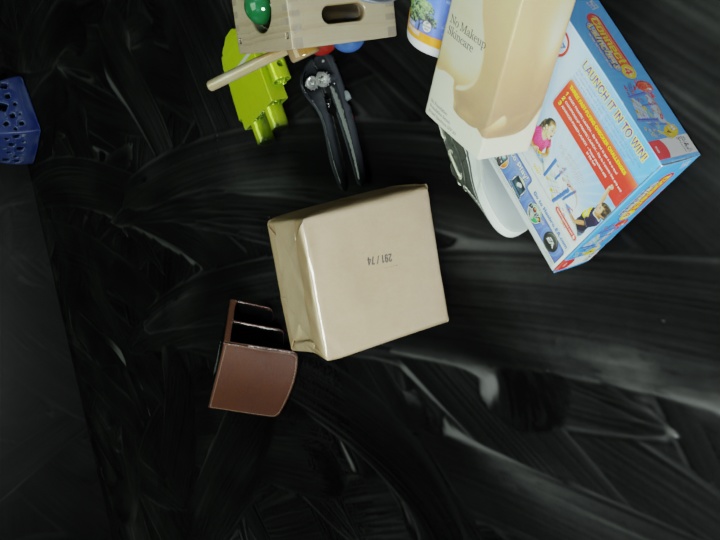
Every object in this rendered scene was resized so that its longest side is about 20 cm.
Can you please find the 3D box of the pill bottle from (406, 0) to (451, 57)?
[{"bbox_3d":[0.116,-0.331,1.021,0.112,0.111,0.201,44,138,42],"label":"pill bottle"}]

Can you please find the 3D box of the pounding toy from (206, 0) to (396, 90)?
[{"bbox_3d":[-0.086,-0.320,1.277,0.184,0.199,0.143,15,116,56],"label":"pounding toy"}]

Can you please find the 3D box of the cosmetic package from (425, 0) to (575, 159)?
[{"bbox_3d":[0.137,-0.223,0.961,0.105,0.071,0.201,48,140,40],"label":"cosmetic package"}]

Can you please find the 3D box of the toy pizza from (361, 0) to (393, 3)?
[{"bbox_3d":[-0.017,-0.400,1.140,0.032,0.199,0.201,-35,72,40],"label":"toy pizza"}]

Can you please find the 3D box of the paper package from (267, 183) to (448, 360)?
[{"bbox_3d":[0.000,0.000,1.273,0.103,0.199,0.192,4,107,59],"label":"paper package"}]

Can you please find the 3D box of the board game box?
[{"bbox_3d":[0.216,-0.135,0.993,0.201,0.056,0.196,64,148,19],"label":"board game box"}]

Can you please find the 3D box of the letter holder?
[{"bbox_3d":[-0.189,0.165,1.779,0.201,0.141,0.101,110,167,-46],"label":"letter holder"}]

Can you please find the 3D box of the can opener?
[{"bbox_3d":[-0.033,-0.213,1.389,0.063,0.079,0.201,-20,87,21],"label":"can opener"}]

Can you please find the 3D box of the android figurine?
[{"bbox_3d":[-0.171,-0.310,1.581,0.182,0.041,0.201,-33,74,59],"label":"android figurine"}]

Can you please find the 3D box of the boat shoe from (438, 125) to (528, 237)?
[{"bbox_3d":[0.140,-0.123,1.120,0.064,0.070,0.201,-46,55,55],"label":"boat shoe"}]

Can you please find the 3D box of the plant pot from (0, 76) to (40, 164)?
[{"bbox_3d":[-1.078,-0.435,2.913,0.201,0.179,0.200,66,150,15],"label":"plant pot"}]
